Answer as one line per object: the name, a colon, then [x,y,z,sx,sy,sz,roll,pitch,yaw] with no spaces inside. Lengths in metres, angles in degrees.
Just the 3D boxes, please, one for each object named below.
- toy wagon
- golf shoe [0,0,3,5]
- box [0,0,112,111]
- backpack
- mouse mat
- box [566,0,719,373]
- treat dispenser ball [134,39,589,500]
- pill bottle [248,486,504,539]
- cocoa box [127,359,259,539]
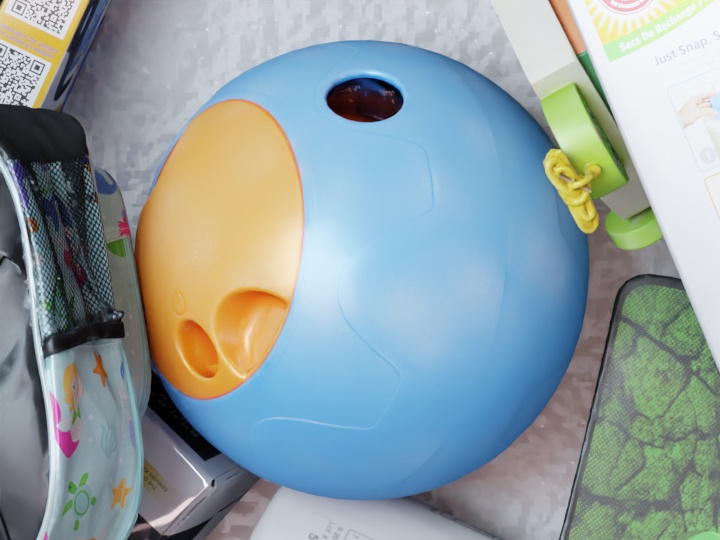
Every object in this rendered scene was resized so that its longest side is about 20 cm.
toy wagon: [0.090,-0.082,1.187,0.040,0.200,0.155,-29,118,10]
golf shoe: [-0.210,-0.189,1.313,0.094,0.078,0.200,20,120,24]
box: [-0.124,-0.153,1.277,0.041,0.119,0.200,27,101,-3]
backpack: [-0.175,0.044,1.150,0.177,0.151,0.200,-14,82,25]
mouse mat: [0.169,0.112,1.203,0.161,0.008,0.200,13,83,6]
box: [0.170,-0.065,1.143,0.101,0.112,0.200,-22,91,21]
treat dispenser ball: [0.000,0.000,1.217,0.201,0.201,0.201,1,94,14]
pill bottle: [0.043,0.175,1.264,0.200,0.114,0.115,24,99,11]
cocoa box: [-0.159,0.067,1.297,0.200,0.133,0.131,44,103,8]
